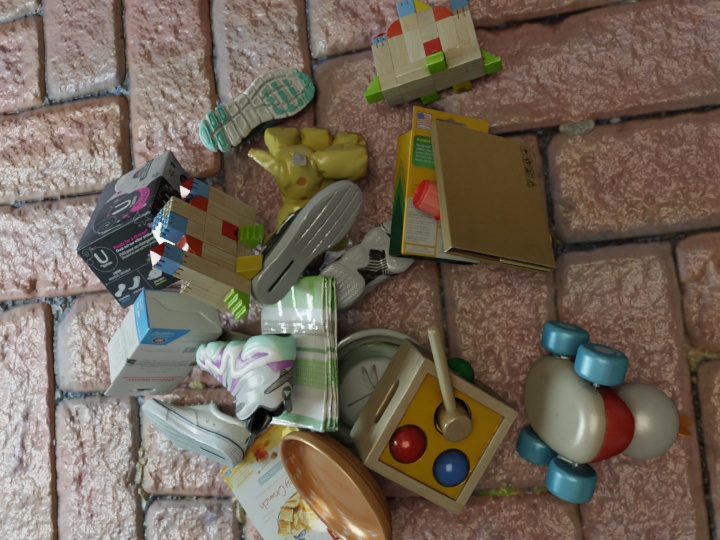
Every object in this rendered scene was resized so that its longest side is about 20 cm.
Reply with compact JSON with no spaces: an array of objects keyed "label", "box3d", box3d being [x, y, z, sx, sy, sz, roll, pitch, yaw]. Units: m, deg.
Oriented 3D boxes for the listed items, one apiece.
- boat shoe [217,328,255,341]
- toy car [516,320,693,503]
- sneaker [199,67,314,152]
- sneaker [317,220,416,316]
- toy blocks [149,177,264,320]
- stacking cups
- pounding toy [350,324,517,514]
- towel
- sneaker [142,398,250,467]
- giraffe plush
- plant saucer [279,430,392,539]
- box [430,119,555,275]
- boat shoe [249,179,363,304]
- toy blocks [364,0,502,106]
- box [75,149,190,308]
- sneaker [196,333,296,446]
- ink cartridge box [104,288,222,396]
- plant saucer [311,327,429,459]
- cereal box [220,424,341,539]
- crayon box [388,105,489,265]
[{"label":"boat shoe","box3d":[-0.141,0.129,1.081,0.197,0.073,0.076,18,95,22]},{"label":"toy car","box3d":[0.330,0.184,0.942,0.196,0.177,0.188,8,101,-14]},{"label":"sneaker","box3d":[-0.163,-0.245,1.121,0.198,0.091,0.079,-30,96,-15]},{"label":"sneaker","box3d":[0.000,0.000,1.058,0.199,0.115,0.076,-35,89,-28]},{"label":"toy blocks","box3d":[-0.209,-0.041,0.949,0.100,0.135,0.203,-39,38,35]},{"label":"stacking cups","box3d":[0.161,-0.062,0.988,0.197,0.060,0.062,23,91,-13]},{"label":"pounding toy","box3d":[0.098,0.184,0.947,0.182,0.142,0.202,30,93,-15]},{"label":"towel","box3d":[-0.090,0.110,0.980,0.147,0.030,0.205,-3,89,41]},{"label":"sneaker","box3d":[-0.245,0.234,1.109,0.197,0.074,0.071,18,49,26]},{"label":"giraffe plush","box3d":[-0.075,-0.106,1.057,0.169,0.201,0.165,9,116,11]},{"label":"plant saucer","box3d":[-0.028,0.289,0.961,0.200,0.201,0.037,44,58,14]},{"label":"box","box3d":[0.173,-0.099,0.961,0.160,0.021,0.204,10,59,-22]},{"label":"boat shoe","box3d":[-0.083,-0.048,0.962,0.200,0.072,0.071,-46,39,-2]},{"label":"toy blocks","box3d":[0.093,-0.333,1.058,0.196,0.100,0.140,-16,72,13]},{"label":"box","box3d":[-0.313,-0.068,1.067,0.130,0.201,0.116,-25,123,11]},{"label":"sneaker","box3d":[-0.159,0.164,0.977,0.198,0.077,0.143,-14,77,49]},{"label":"ink cartridge box","box3d":[-0.299,0.111,1.074,0.200,0.114,0.069,-46,51,39]},{"label":"plant saucer","box3d":[0.017,0.177,1.029,0.196,0.050,0.205,-2,99,-11]},{"label":"cereal box","box3d":[-0.097,0.334,1.071,0.143,0.039,0.201,-40,77,8]},{"label":"crayon box","box3d":[0.112,-0.116,1.022,0.123,0.051,0.205,6,86,-21]}]
